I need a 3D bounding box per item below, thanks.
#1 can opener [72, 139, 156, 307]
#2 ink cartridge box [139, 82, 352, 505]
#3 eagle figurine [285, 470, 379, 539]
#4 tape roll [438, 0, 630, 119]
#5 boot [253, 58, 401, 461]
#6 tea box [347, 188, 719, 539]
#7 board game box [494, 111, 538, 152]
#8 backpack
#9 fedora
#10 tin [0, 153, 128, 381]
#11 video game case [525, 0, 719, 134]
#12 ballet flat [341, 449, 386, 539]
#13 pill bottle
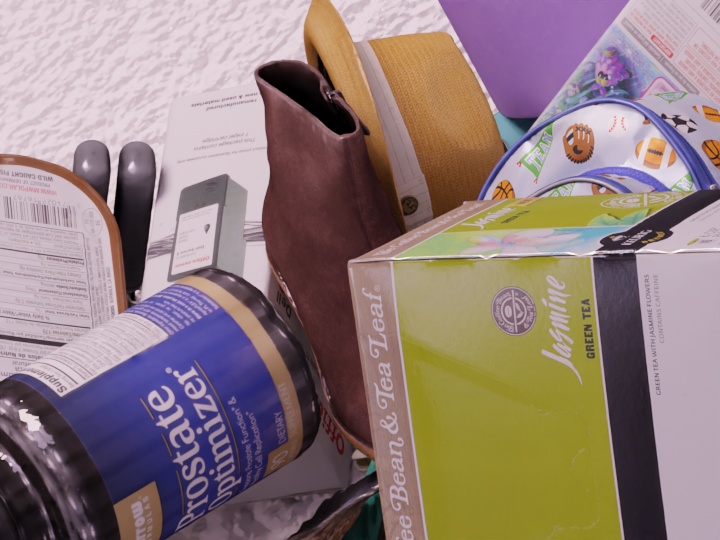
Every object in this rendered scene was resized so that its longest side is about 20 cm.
[{"bbox_3d":[-0.154,-0.016,1.678,0.053,0.200,0.067,-1,58,-10],"label":"can opener"},{"bbox_3d":[-0.058,0.014,1.632,0.084,0.146,0.200,-9,52,19],"label":"ink cartridge box"},{"bbox_3d":[-0.070,0.181,1.477,0.200,0.152,0.151,-2,10,8],"label":"eagle figurine"},{"bbox_3d":[0.149,-0.175,1.650,0.200,0.085,0.200,-28,16,9],"label":"tape roll"},{"bbox_3d":[0.000,0.000,1.460,0.072,0.167,0.200,-23,40,-17],"label":"boot"},{"bbox_3d":[0.118,0.073,1.317,0.196,0.200,0.134,-1,14,28],"label":"tea box"},{"bbox_3d":[0.163,-0.060,1.636,0.200,0.047,0.151,-28,47,7],"label":"board game box"},{"bbox_3d":[0.142,0.007,1.459,0.200,0.154,0.191,-37,66,31],"label":"backpack"},{"bbox_3d":[0.032,-0.069,1.582,0.082,0.201,0.201,-20,46,-5],"label":"fedora"},{"bbox_3d":[-0.182,0.022,1.532,0.112,0.042,0.200,6,53,-21],"label":"tin"},{"bbox_3d":[0.191,-0.051,1.521,0.200,0.024,0.182,48,117,22],"label":"video game case"},{"bbox_3d":[0.017,0.125,1.558,0.070,0.067,0.200,-1,52,40],"label":"ballet flat"},{"bbox_3d":[-0.128,0.089,1.422,0.200,0.112,0.112,-31,41,-29],"label":"pill bottle"}]
